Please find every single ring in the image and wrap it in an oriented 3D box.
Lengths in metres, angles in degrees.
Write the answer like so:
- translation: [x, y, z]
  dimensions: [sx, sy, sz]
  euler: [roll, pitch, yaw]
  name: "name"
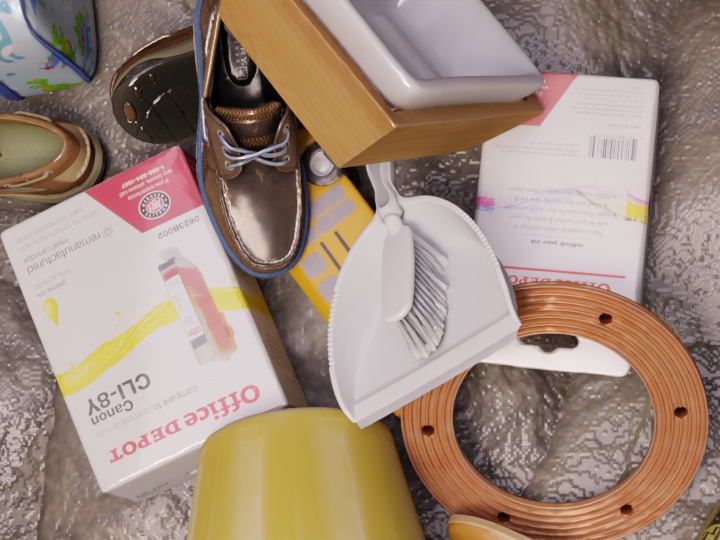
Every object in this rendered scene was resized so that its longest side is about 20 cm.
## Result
- translation: [0.125, 0.094, 1.112]
  dimensions: [0.199, 0.019, 0.201]
  euler: [4, 118, 7]
  name: "ring"

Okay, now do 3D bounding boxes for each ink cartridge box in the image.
- translation: [-0.140, 0.039, 1.185]
  dimensions: [0.145, 0.083, 0.201]
  euler: [-25, 77, 5]
  name: "ink cartridge box"
- translation: [0.137, -0.028, 1.156]
  dimensions: [0.116, 0.068, 0.201]
  euler: [5, 80, 11]
  name: "ink cartridge box"

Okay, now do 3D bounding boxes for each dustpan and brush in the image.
- translation: [0.027, -0.015, 1.101]
  dimensions: [0.139, 0.057, 0.201]
  euler: [-32, 38, 27]
  name: "dustpan and brush"

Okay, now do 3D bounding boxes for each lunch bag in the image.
- translation: [-0.253, -0.233, 1.215]
  dimensions: [0.082, 0.161, 0.201]
  euler: [-11, 79, 8]
  name: "lunch bag"

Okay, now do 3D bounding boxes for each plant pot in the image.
- translation: [-0.033, 0.197, 1.091]
  dimensions: [0.200, 0.201, 0.190]
  euler: [-9, 63, 8]
  name: "plant pot"

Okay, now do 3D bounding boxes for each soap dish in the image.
- translation: [0.013, -0.141, 1.078]
  dimensions: [0.081, 0.200, 0.158]
  euler: [-47, 73, 28]
  name: "soap dish"

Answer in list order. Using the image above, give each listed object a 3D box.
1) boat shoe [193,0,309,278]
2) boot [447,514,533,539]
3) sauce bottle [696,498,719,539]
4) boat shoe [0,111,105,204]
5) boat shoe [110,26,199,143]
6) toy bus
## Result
- translation: [-0.076, -0.093, 1.117]
  dimensions: [0.072, 0.072, 0.201]
  euler: [-12, 93, -6]
  name: "boat shoe"
- translation: [0.114, 0.262, 1.100]
  dimensions: [0.201, 0.071, 0.144]
  euler: [31, 76, 6]
  name: "boot"
- translation: [0.232, 0.200, 1.077]
  dimensions: [0.066, 0.066, 0.200]
  euler: [28, 69, 13]
  name: "sauce bottle"
- translation: [-0.288, -0.086, 1.239]
  dimensions: [0.199, 0.074, 0.076]
  euler: [-4, 79, 9]
  name: "boat shoe"
- translation: [-0.083, -0.154, 1.205]
  dimensions: [0.199, 0.074, 0.076]
  euler: [-17, 119, -12]
  name: "boat shoe"
- translation: [0.000, 0.000, 1.177]
  dimensions: [0.078, 0.065, 0.200]
  euler: [-38, 76, 3]
  name: "toy bus"
